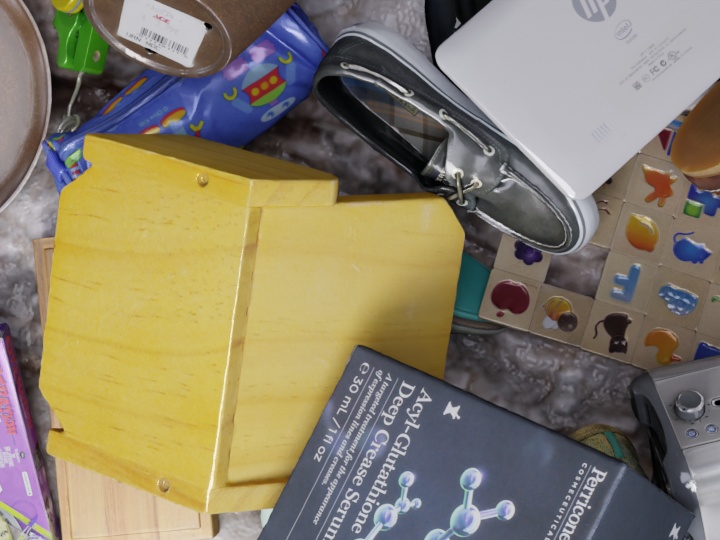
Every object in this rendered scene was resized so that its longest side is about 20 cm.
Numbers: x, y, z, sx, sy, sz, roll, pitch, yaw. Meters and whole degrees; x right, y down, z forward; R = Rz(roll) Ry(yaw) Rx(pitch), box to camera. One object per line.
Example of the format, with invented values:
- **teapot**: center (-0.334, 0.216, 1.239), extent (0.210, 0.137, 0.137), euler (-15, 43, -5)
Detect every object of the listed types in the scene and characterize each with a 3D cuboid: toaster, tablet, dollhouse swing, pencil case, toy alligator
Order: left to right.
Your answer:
- **toy alligator**: center (-0.174, -0.171, 1.546), extent (0.054, 0.059, 0.201), euler (27, 103, 47)
- **pencil case**: center (-0.107, -0.103, 1.513), extent (0.200, 0.087, 0.078), euler (-37, 49, -4)
- **dollhouse swing**: center (-0.065, 0.024, 1.470), extent (0.181, 0.176, 0.201), euler (17, 106, 32)
- **tablet**: center (0.157, -0.148, 1.483), extent (0.200, 0.014, 0.130), euler (-41, 81, -17)
- **toaster**: center (0.243, 0.131, 1.467), extent (0.129, 0.114, 0.200), euler (-17, 134, 0)

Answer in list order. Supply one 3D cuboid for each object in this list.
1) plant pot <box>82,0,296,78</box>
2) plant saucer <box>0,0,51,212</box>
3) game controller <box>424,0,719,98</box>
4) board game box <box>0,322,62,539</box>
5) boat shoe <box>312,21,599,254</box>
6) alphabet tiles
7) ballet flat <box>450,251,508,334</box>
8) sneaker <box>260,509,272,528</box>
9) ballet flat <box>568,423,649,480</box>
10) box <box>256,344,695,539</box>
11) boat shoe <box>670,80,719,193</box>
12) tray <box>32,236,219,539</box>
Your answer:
- **plant pot**: center (-0.083, -0.219, 1.430), extent (0.186, 0.187, 0.201), euler (20, 61, 3)
- **plant saucer**: center (-0.290, -0.112, 1.555), extent (0.199, 0.032, 0.201), euler (0, 90, 9)
- **game controller**: center (0.142, -0.157, 1.528), extent (0.199, 0.042, 0.105), euler (-10, 75, 0)
- **board game box**: center (-0.259, 0.135, 1.530), extent (0.119, 0.032, 0.201), euler (-6, 113, 8)
- **boat shoe**: center (0.054, -0.071, 1.478), extent (0.200, 0.057, 0.069), euler (38, 136, 2)
- **alphabet tiles**: center (0.192, -0.018, 1.518), extent (0.199, 0.008, 0.168), euler (18, 75, 3)
- **ballet flat**: center (0.000, 0.000, 1.529), extent (0.199, 0.068, 0.064), euler (24, 135, -13)
- **sneaker**: center (0.027, 0.131, 1.523), extent (0.200, 0.074, 0.119), euler (-22, 86, 2)
- **ballet flat**: center (0.147, 0.195, 1.489), extent (0.070, 0.071, 0.201), euler (2, 110, 4)
- **box**: center (0.061, 0.155, 1.386), extent (0.199, 0.107, 0.149), euler (22, 82, 35)
- **boat shoe**: center (0.286, -0.112, 1.503), extent (0.200, 0.070, 0.070), euler (-38, 132, 7)
- **tray**: center (-0.150, 0.075, 1.553), extent (0.098, 0.037, 0.201), euler (-6, 90, 4)
